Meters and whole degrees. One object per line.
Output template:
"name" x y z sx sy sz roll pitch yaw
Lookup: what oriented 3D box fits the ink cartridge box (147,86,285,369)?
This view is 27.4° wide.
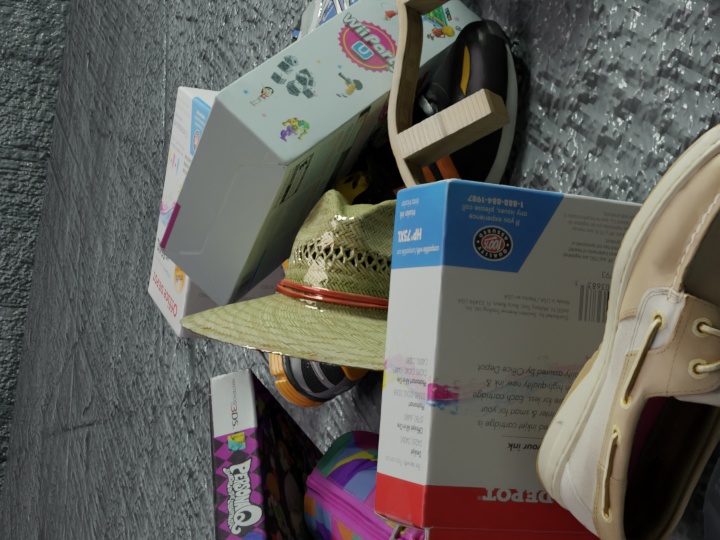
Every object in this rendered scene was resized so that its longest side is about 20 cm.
"ink cartridge box" -0.088 -0.030 1.170 0.129 0.124 0.202 -140 58 -66

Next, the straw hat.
"straw hat" 0.000 0.000 0.822 0.201 0.200 0.086 -161 80 -70

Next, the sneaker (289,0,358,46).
"sneaker" 0.006 -0.210 1.063 0.077 0.075 0.202 15 100 47

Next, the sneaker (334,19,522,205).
"sneaker" 0.032 -0.058 0.896 0.070 0.089 0.201 -116 37 -55

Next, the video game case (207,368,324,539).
"video game case" -0.043 0.187 0.963 0.200 0.036 0.182 58 -160 -55

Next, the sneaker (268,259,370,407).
"sneaker" -0.017 -0.004 1.062 0.077 0.078 0.202 -14 75 55

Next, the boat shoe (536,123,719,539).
"boat shoe" 0.140 0.035 0.618 0.069 0.073 0.201 51 134 45

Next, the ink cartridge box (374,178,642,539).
"ink cartridge box" 0.073 0.064 0.713 0.067 0.115 0.202 177 99 -69

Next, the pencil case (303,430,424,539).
"pencil case" 0.027 0.151 0.868 0.200 0.088 0.089 -168 84 -71

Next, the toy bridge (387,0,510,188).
"toy bridge" 0.050 -0.080 0.840 0.067 0.027 0.201 -26 69 27

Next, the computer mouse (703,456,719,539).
"computer mouse" 0.195 0.047 0.491 0.201 0.046 0.141 -66 21 16

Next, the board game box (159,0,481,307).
"board game box" -0.025 -0.086 0.928 0.064 0.200 0.148 42 140 10
